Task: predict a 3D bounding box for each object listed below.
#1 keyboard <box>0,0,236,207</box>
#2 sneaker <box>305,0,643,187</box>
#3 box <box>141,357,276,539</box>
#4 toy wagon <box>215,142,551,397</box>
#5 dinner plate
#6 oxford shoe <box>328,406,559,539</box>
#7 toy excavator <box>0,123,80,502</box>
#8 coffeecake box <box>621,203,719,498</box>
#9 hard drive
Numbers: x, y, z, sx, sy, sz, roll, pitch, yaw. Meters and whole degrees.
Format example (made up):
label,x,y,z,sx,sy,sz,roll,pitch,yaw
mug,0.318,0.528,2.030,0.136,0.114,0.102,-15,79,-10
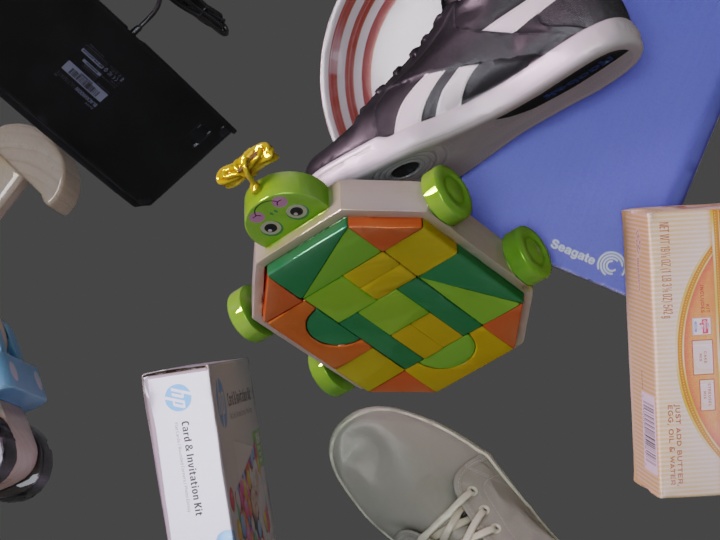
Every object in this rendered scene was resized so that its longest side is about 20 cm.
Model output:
label,x,y,z,sx,sy,sz,roll,pitch,yaw
keyboard,-0.137,-0.126,1.342,0.127,0.200,0.021,-41,44,6
sneaker,0.046,-0.118,1.324,0.200,0.073,0.112,-28,69,10
box,-0.075,0.150,1.334,0.041,0.156,0.200,-10,88,5
toy wagon,0.000,0.000,1.317,0.155,0.200,0.040,-31,42,29
dinner plate,0.077,-0.111,1.380,0.200,0.024,0.200,0,91,8
oxford shoe,0.064,0.150,1.365,0.200,0.058,0.075,43,97,7
toy excavator,-0.235,0.036,1.393,0.194,0.100,0.200,-22,79,6
coffeecake box,0.249,0.038,1.308,0.200,0.073,0.154,-4,93,-5
hard drive,0.134,-0.099,1.349,0.132,0.025,0.200,22,93,7
